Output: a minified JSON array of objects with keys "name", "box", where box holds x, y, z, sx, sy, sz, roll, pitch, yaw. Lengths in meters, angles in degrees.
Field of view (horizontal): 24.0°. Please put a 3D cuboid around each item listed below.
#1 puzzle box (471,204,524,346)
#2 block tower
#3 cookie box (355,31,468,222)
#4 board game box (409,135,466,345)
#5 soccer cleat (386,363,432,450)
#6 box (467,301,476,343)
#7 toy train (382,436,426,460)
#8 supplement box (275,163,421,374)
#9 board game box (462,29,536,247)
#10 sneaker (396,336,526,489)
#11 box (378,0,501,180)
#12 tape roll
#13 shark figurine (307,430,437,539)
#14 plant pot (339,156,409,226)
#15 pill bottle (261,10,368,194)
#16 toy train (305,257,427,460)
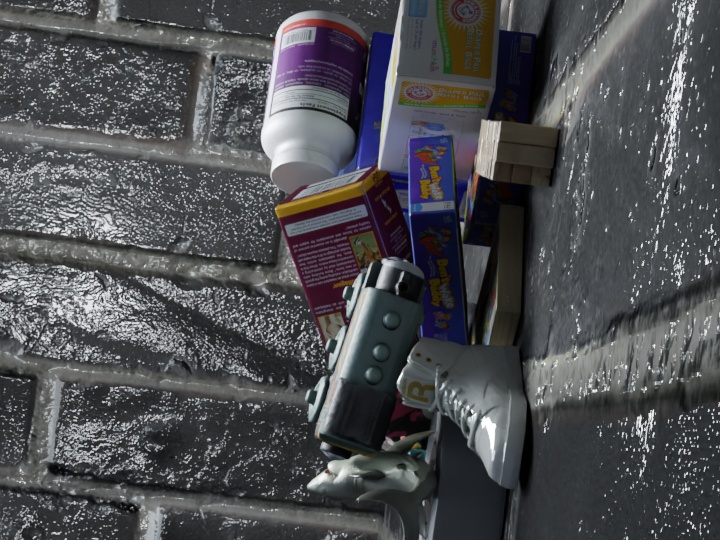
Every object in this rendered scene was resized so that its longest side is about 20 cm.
[{"name":"puzzle box","box":[0.135,0.047,1.705,0.201,0.025,0.134,98,179,-51]},{"name":"block tower","box":[0.142,-0.111,1.582,0.200,0.057,0.055,-86,4,-85]},{"name":"cookie box","box":[0.083,-0.163,1.943,0.075,0.169,0.202,105,173,-57]},{"name":"board game box","box":[0.080,-0.014,1.716,0.135,0.044,0.202,-88,-8,-53]},{"name":"soccer cleat","box":[0.040,0.131,1.752,0.200,0.069,0.087,33,-151,-59]},{"name":"box","box":[0.091,0.157,2.008,0.159,0.048,0.202,-63,-17,-61]},{"name":"toy train","box":[0.034,0.187,1.848,0.056,0.150,0.200,-51,16,12]},{"name":"supplement box","box":[0.000,0.000,1.841,0.086,0.109,0.202,-45,-62,-62]},{"name":"board game box","box":[0.145,-0.135,1.785,0.135,0.044,0.203,105,171,-80]},{"name":"sneaker","box":[0.087,0.125,1.509,0.200,0.114,0.075,-90,9,-66]},{"name":"box","box":[0.079,-0.191,1.743,0.200,0.100,0.114,101,175,-66]},{"name":"tape roll","box":[0.097,0.218,1.639,0.200,0.065,0.203,-174,90,-89]},{"name":"shark figurine","box":[0.043,0.213,1.565,0.214,0.127,0.091,10,119,71]},{"name":"plant pot","box":[0.041,-0.193,3.551,0.201,0.177,0.202,-86,2,-61]},{"name":"pill bottle","box":[-0.053,-0.189,1.948,0.113,0.111,0.202,100,177,-62]},{"name":"toy train","box":[0.011,0.083,1.594,0.114,0.084,0.202,165,125,-80]}]
